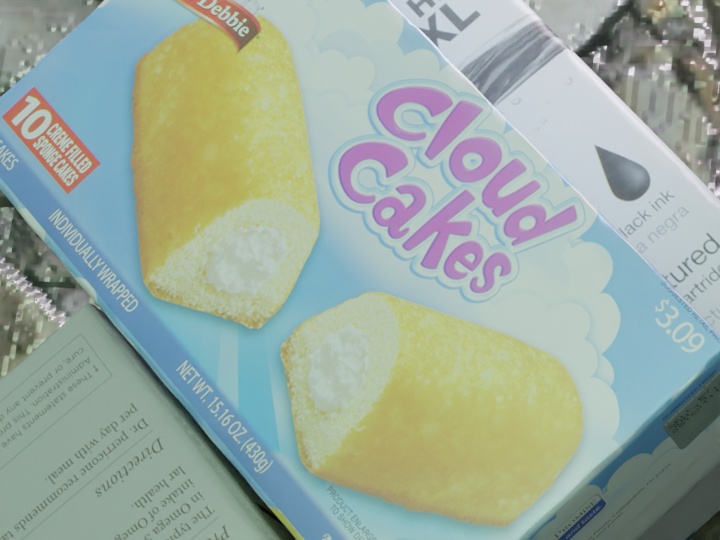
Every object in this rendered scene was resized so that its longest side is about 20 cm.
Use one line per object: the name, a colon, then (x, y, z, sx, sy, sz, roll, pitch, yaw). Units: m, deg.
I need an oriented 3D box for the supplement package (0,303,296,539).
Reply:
supplement package: (-0.044, 0.130, 0.787, 0.117, 0.117, 0.200, -40, 63, 1)

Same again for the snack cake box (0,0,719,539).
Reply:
snack cake box: (0.000, 0.000, 0.752, 0.115, 0.067, 0.200, -44, 64, 2)

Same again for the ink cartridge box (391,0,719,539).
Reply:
ink cartridge box: (0.023, 0.001, 0.827, 0.145, 0.084, 0.200, -42, 64, 2)
